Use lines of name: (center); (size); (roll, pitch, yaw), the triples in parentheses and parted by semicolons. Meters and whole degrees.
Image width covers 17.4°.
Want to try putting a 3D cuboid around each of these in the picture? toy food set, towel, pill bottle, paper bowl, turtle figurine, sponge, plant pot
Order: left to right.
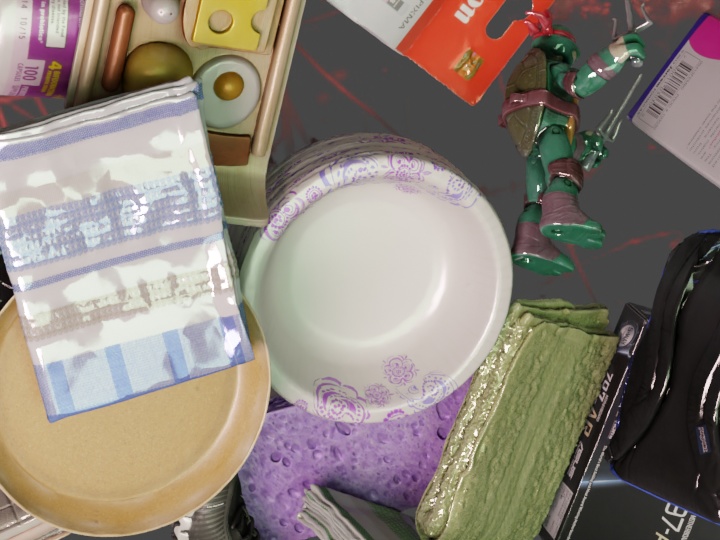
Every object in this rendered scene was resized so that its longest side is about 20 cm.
plant pot: (-0.157, 0.075, 1.536); (0.200, 0.027, 0.200); (-6, 108, -18)
towel: (-0.150, -0.013, 1.485); (0.147, 0.024, 0.200); (-16, 111, -14)
pill bottle: (-0.154, -0.167, 1.569); (0.200, 0.112, 0.112); (2, 108, -16)
toy food set: (-0.107, -0.129, 1.502); (0.143, 0.060, 0.200); (7, 115, -19)
sponge: (-0.004, 0.134, 1.765); (0.200, 0.030, 0.112); (-14, 113, -11)
paper bowl: (0.000, 0.000, 1.677); (0.200, 0.104, 0.201); (-5, 110, -15)
towel: (0.059, 0.226, 1.724); (0.200, 0.149, 0.031); (23, 104, -38)
towel: (0.117, 0.114, 1.753); (0.148, 0.036, 0.200); (9, 104, -53)
turtle figurine: (0.148, -0.105, 1.680); (0.101, 0.150, 0.200); (7, 69, 4)

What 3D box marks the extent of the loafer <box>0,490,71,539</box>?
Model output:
loafer: (-0.191, 0.155, 1.699); (0.200, 0.072, 0.063); (-35, 122, -5)

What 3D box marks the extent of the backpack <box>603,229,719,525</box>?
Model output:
backpack: (0.287, 0.073, 1.714); (0.168, 0.162, 0.200); (5, 99, -39)

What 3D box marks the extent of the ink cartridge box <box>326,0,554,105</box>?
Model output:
ink cartridge box: (0.059, -0.228, 1.646); (0.200, 0.057, 0.163); (36, 96, -19)

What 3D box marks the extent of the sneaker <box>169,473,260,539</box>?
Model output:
sneaker: (-0.092, 0.210, 1.721); (0.090, 0.066, 0.200); (13, 121, 6)

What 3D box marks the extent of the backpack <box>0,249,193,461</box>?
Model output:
backpack: (-0.184, 0.031, 1.607); (0.200, 0.153, 0.176); (-22, 107, -5)

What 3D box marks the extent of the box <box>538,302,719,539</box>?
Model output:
box: (0.245, 0.140, 1.831); (0.160, 0.044, 0.200); (16, 103, -20)

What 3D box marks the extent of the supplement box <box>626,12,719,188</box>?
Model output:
supplement box: (0.289, -0.096, 1.674); (0.103, 0.200, 0.101); (34, 97, -23)
